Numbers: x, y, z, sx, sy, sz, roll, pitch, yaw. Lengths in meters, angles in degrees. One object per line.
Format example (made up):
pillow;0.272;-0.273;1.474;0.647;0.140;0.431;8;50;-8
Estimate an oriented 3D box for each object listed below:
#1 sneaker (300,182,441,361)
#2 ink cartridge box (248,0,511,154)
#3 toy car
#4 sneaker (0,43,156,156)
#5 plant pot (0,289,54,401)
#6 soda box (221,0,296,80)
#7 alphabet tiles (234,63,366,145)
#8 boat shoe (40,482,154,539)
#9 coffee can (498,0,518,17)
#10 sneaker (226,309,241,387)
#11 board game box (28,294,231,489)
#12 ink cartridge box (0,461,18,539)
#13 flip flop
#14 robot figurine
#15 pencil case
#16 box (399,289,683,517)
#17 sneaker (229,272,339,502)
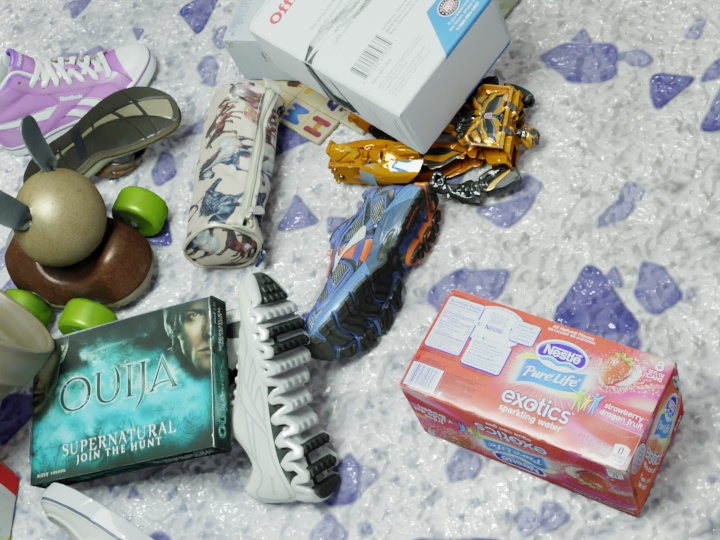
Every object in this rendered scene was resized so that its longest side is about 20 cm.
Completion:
sneaker;0.000;0.000;1.129;0.078;0.075;0.200;12;54;36
ink cartridge box;0.017;-0.225;1.165;0.200;0.084;0.145;34;82;29
toy car;-0.300;-0.047;1.178;0.157;0.200;0.165;6;60;23
sneaker;-0.328;-0.211;1.351;0.200;0.114;0.073;-31;52;-4
plant pot;-0.396;0.086;1.062;0.200;0.200;0.174;34;91;34
soda box;-0.038;-0.241;1.285;0.200;0.068;0.064;7;62;24
alphabet tiles;-0.037;-0.219;1.317;0.200;0.006;0.166;32;73;33
boat shoe;-0.207;0.250;1.035;0.200;0.071;0.070;27;67;25
coffee can;0.064;-0.349;1.280;0.200;0.146;0.146;32;73;33
sneaker;-0.141;0.098;1.113;0.200;0.074;0.080;-25;57;13
board game box;-0.204;0.108;1.077;0.200;0.028;0.136;-15;66;25
ink cartridge box;-0.380;0.234;1.104;0.116;0.067;0.200;-9;55;14
flip flop;-0.272;-0.127;1.316;0.200;0.058;0.081;-32;56;16
robot figurine;0.072;-0.132;1.188;0.200;0.058;0.145;1;61;20
pencil case;-0.121;-0.099;1.222;0.089;0.078;0.200;-20;50;35
box;0.146;0.103;0.984;0.200;0.096;0.100;18;66;28
sneaker;-0.081;0.102;1.046;0.081;0.075;0.200;-15;84;27
